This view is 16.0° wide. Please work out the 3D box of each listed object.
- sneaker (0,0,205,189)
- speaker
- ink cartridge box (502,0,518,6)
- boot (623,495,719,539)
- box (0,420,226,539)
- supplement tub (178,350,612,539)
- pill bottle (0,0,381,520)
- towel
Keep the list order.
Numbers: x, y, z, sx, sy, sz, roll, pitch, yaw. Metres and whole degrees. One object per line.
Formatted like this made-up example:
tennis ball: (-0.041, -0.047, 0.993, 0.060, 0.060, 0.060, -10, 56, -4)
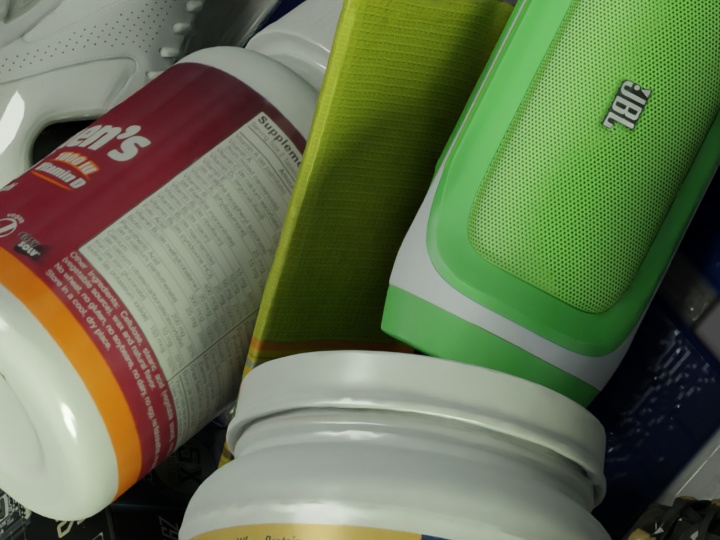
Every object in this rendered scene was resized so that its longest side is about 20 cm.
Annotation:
sneaker: (-0.098, -0.094, 1.070, 0.200, 0.078, 0.099, -41, 79, -14)
speaker: (0.083, -0.053, 0.868, 0.088, 0.088, 0.201, 25, 88, 48)
ink cartridge box: (0.057, -0.207, 0.975, 0.146, 0.084, 0.201, 6, 73, 46)
boot: (0.123, 0.071, 0.684, 0.138, 0.077, 0.201, 27, 127, 34)
box: (-0.113, 0.165, 0.947, 0.164, 0.086, 0.201, -39, 47, 24)
supplement tub: (0.006, 0.139, 0.799, 0.144, 0.144, 0.201, -10, 63, 41)
pill bottle: (-0.060, -0.011, 0.911, 0.200, 0.110, 0.109, -39, 33, -28)
towel: (0.000, 0.000, 0.883, 0.018, 0.086, 0.201, 24, 105, 35)
